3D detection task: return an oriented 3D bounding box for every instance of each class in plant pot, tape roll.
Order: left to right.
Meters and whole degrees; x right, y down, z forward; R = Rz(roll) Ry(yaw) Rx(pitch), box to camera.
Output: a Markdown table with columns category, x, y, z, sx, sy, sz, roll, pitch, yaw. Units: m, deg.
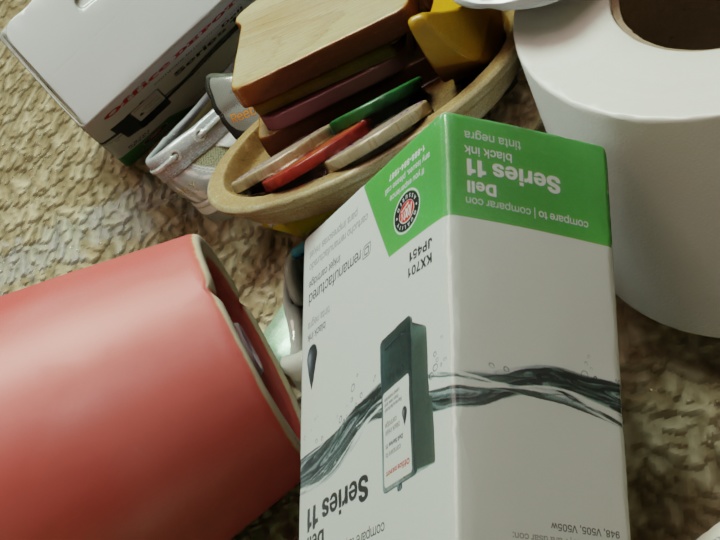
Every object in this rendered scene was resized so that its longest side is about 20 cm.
| category | x | y | z | sx | sy | sz | roll | pitch | yaw |
| --- | --- | --- | --- | --- | --- | --- | --- | --- | --- |
| plant pot | -0.131 | 0.083 | 0.875 | 0.177 | 0.201 | 0.201 | -29 | 39 | 1 |
| tape roll | 0.185 | -0.087 | 0.771 | 0.202 | 0.139 | 0.203 | -16 | 40 | 14 |

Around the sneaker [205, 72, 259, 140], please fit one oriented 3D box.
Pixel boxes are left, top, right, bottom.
| category | x | y | z | sx | sy | sz | roll | pitch | yaw |
| --- | --- | --- | --- | --- | --- | --- | --- | --- | --- |
| sneaker | -0.006 | -0.147 | 0.955 | 0.200 | 0.079 | 0.074 | -45 | 5 | -6 |

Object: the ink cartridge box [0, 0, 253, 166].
| category | x | y | z | sx | sy | sz | roll | pitch | yaw |
| --- | --- | --- | --- | --- | --- | --- | --- | --- | --- |
| ink cartridge box | -0.143 | -0.156 | 1.094 | 0.147 | 0.083 | 0.200 | -43 | -3 | -1 |

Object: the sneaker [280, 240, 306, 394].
| category | x | y | z | sx | sy | sz | roll | pitch | yaw |
| --- | --- | --- | --- | --- | --- | --- | --- | --- | --- |
| sneaker | 0.000 | 0.000 | 0.871 | 0.075 | 0.087 | 0.201 | -27 | 33 | 28 |

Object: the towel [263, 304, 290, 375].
| category | x | y | z | sx | sy | sz | roll | pitch | yaw |
| --- | --- | --- | --- | --- | --- | --- | --- | --- | --- |
| towel | 0.042 | 0.015 | 0.914 | 0.200 | 0.023 | 0.153 | 21 | 70 | 48 |

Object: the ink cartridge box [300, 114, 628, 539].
| category | x | y | z | sx | sy | sz | roll | pitch | yaw |
| --- | --- | --- | --- | --- | --- | --- | --- | --- | --- |
| ink cartridge box | 0.038 | 0.059 | 0.695 | 0.147 | 0.083 | 0.201 | -40 | 45 | 55 |

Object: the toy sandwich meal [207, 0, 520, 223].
| category | x | y | z | sx | sy | sz | roll | pitch | yaw |
| --- | --- | --- | --- | --- | --- | --- | --- | --- | --- |
| toy sandwich meal | -0.005 | -0.102 | 0.825 | 0.204 | 0.070 | 0.205 | -27 | 22 | 12 |

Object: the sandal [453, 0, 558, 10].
| category | x | y | z | sx | sy | sz | roll | pitch | yaw |
| --- | --- | --- | --- | --- | --- | --- | --- | --- | --- |
| sandal | 0.101 | -0.199 | 0.781 | 0.079 | 0.059 | 0.207 | 11 | 50 | 40 |

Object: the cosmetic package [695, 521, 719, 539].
| category | x | y | z | sx | sy | sz | roll | pitch | yaw |
| --- | --- | --- | --- | --- | --- | --- | --- | --- | --- |
| cosmetic package | 0.220 | 0.153 | 0.598 | 0.103 | 0.073 | 0.200 | -38 | 40 | 5 |

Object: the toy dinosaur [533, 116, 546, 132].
| category | x | y | z | sx | sy | sz | roll | pitch | yaw |
| --- | --- | --- | --- | --- | --- | --- | --- | --- | --- |
| toy dinosaur | 0.127 | -0.127 | 0.894 | 0.058 | 0.101 | 0.201 | 25 | 76 | 28 |

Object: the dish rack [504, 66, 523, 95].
| category | x | y | z | sx | sy | sz | roll | pitch | yaw |
| --- | --- | --- | --- | --- | --- | --- | --- | --- | --- |
| dish rack | 0.087 | -0.199 | 1.050 | 0.153 | 0.055 | 0.200 | 23 | 70 | 48 |

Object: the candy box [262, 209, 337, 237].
| category | x | y | z | sx | sy | sz | roll | pitch | yaw |
| --- | --- | --- | --- | --- | --- | --- | --- | --- | --- |
| candy box | -0.012 | -0.061 | 0.944 | 0.102 | 0.026 | 0.200 | -40 | 8 | -5 |

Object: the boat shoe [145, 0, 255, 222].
| category | x | y | z | sx | sy | sz | roll | pitch | yaw |
| --- | --- | --- | --- | --- | --- | --- | --- | --- | --- |
| boat shoe | -0.057 | -0.128 | 1.015 | 0.203 | 0.065 | 0.074 | -59 | 26 | -11 |
